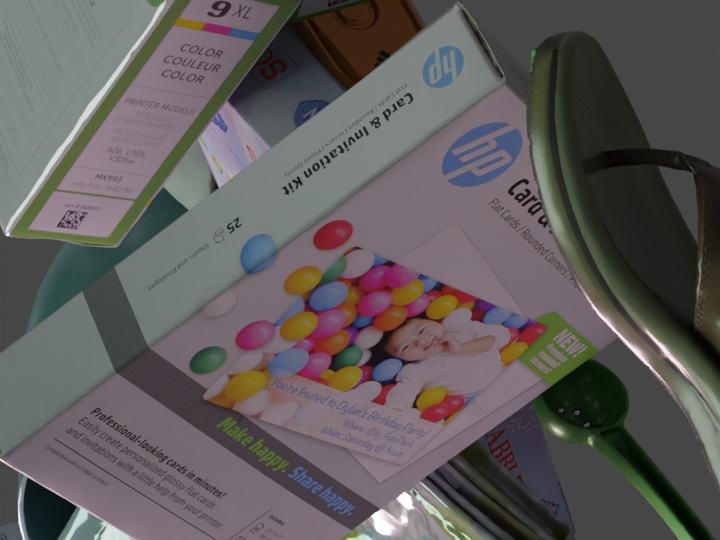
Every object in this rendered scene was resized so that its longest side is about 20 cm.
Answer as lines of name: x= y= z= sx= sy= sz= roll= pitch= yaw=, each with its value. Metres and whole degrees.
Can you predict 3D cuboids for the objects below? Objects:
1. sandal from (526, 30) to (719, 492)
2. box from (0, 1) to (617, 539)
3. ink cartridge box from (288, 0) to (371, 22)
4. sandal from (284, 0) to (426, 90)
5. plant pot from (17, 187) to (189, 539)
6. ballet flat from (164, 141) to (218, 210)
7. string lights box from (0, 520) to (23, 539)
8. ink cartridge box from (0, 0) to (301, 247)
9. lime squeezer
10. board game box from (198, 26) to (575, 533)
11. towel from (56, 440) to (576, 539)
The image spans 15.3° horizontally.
sandal: x=0.116 y=0.012 z=0.814 sx=0.202 sy=0.057 sz=0.080 roll=58 pitch=-156 yaw=0
box: x=-0.005 y=0.018 z=0.884 sx=0.156 sy=0.200 sz=0.041 roll=40 pitch=-164 yaw=-52
ink cartridge box: x=-0.007 y=-0.201 z=0.982 sx=0.200 sy=0.075 sz=0.149 roll=122 pitch=129 yaw=-70
sandal: x=-0.020 y=-0.149 z=1.104 sx=0.207 sy=0.079 sz=0.059 roll=53 pitch=145 yaw=23
plant pot: x=-0.078 y=0.050 z=1.329 sx=0.162 sy=0.199 sz=0.202 roll=-106 pitch=9 yaw=-46
ballet flat: x=-0.095 y=-0.102 z=1.213 sx=0.201 sy=0.069 sz=0.070 roll=95 pitch=153 yaw=-44
string lights box: x=-0.119 y=0.217 z=1.365 sx=0.059 sy=0.102 sz=0.201 roll=105 pitch=146 yaw=-61
ink cartridge box: x=-0.084 y=-0.113 z=1.027 sx=0.200 sy=0.059 sz=0.104 roll=-51 pitch=50 yaw=33
lime squeezer: x=0.080 y=0.022 z=0.993 sx=0.071 sy=0.037 sz=0.201 roll=142 pitch=111 yaw=-76
board game box: x=0.000 y=0.000 z=1.092 sx=0.200 sy=0.041 sz=0.200 roll=48 pitch=166 yaw=40
towel: x=-0.024 y=0.114 z=1.033 sx=0.171 sy=0.048 sz=0.200 roll=44 pitch=128 yaw=12
